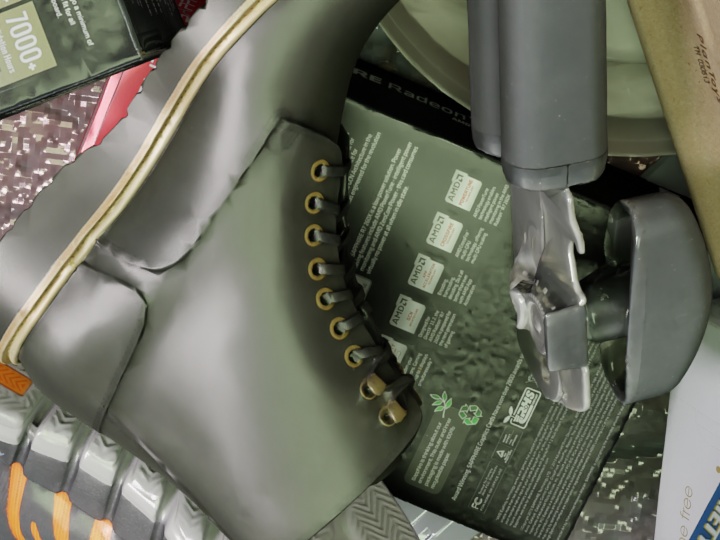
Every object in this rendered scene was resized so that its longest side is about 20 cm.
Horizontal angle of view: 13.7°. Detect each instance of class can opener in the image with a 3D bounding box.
[{"bbox_3d":[0.069,-0.050,0.898,0.067,0.053,0.200,-10,118,-15],"label":"can opener"}]

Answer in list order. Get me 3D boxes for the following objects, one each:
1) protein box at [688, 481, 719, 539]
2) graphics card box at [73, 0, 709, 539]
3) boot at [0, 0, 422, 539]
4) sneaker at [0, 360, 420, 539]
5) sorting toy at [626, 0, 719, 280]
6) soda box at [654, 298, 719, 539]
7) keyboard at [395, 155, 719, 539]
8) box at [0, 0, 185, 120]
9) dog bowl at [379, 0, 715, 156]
[{"bbox_3d":[0.222,0.146,0.907,0.198,0.200,0.135,25,95,-39],"label":"protein box"},{"bbox_3d":[0.000,0.000,0.980,0.200,0.051,0.126,22,109,-3],"label":"graphics card box"},{"bbox_3d":[-0.008,-0.013,0.893,0.138,0.077,0.200,43,111,5],"label":"boot"},{"bbox_3d":[-0.074,0.085,0.975,0.200,0.078,0.112,34,135,1],"label":"sneaker"},{"bbox_3d":[0.132,-0.038,0.829,0.036,0.200,0.185,-25,116,-8],"label":"sorting toy"},{"bbox_3d":[0.141,0.108,1.004,0.068,0.064,0.200,-9,114,-31],"label":"soda box"},{"bbox_3d":[0.069,0.028,1.017,0.200,0.011,0.056,-43,100,15],"label":"keyboard"},{"bbox_3d":[-0.166,-0.130,0.894,0.164,0.086,0.200,-21,95,9],"label":"box"},{"bbox_3d":[0.088,-0.138,0.925,0.200,0.059,0.200,0,112,0],"label":"dog bowl"}]
